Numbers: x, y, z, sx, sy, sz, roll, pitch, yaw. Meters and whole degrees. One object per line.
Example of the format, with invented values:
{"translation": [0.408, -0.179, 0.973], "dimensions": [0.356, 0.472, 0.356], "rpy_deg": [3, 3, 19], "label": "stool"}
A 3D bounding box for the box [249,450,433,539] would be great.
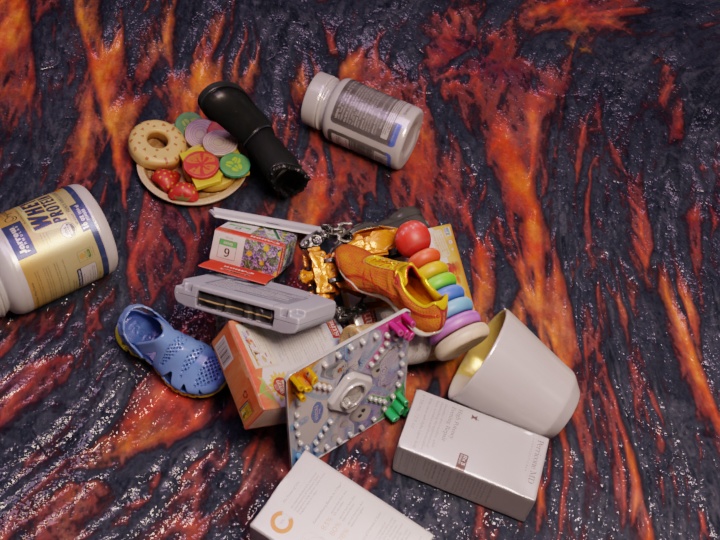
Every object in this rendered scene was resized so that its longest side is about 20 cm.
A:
{"translation": [-0.026, 0.345, 1.194], "dimensions": [0.198, 0.098, 0.125], "rpy_deg": [30, 54, 15], "label": "box"}

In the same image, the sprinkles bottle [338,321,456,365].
{"translation": [0.063, 0.104, 1.372], "dimensions": [0.197, 0.069, 0.069], "rpy_deg": [-4, 49, -39], "label": "sprinkles bottle"}

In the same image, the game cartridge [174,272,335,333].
{"translation": [-0.140, 0.043, 1.313], "dimensions": [0.196, 0.041, 0.133], "rpy_deg": [14, 15, 23], "label": "game cartridge"}

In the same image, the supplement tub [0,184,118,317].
{"translation": [-0.472, -0.026, 1.392], "dimensions": [0.198, 0.146, 0.145], "rpy_deg": [-28, 60, -27], "label": "supplement tub"}

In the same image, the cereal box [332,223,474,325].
{"translation": [0.066, 0.019, 1.467], "dimensions": [0.196, 0.040, 0.147], "rpy_deg": [-13, 80, -18], "label": "cereal box"}

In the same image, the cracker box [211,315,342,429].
{"translation": [-0.093, 0.135, 1.313], "dimensions": [0.197, 0.058, 0.136], "rpy_deg": [-1, 56, -44], "label": "cracker box"}

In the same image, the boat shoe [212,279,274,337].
{"translation": [-0.183, 0.072, 1.400], "dimensions": [0.084, 0.075, 0.205], "rpy_deg": [9, 50, -1], "label": "boat shoe"}

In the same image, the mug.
{"translation": [0.234, 0.147, 1.355], "dimensions": [0.152, 0.150, 0.188], "rpy_deg": [34, 58, -1], "label": "mug"}

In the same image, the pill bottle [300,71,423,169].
{"translation": [0.001, -0.266, 1.667], "dimensions": [0.197, 0.115, 0.115], "rpy_deg": [25, 52, 11], "label": "pill bottle"}

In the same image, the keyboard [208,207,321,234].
{"translation": [-0.141, -0.074, 1.512], "dimensions": [0.196, 0.011, 0.056], "rpy_deg": [9, 16, -20], "label": "keyboard"}

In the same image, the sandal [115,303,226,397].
{"translation": [-0.274, 0.110, 1.344], "dimensions": [0.197, 0.088, 0.080], "rpy_deg": [26, 66, 14], "label": "sandal"}

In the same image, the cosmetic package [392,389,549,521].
{"translation": [0.151, 0.253, 1.307], "dimensions": [0.196, 0.075, 0.103], "rpy_deg": [18, 52, 8], "label": "cosmetic package"}

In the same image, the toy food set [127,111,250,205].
{"translation": [-0.282, -0.192, 1.610], "dimensions": [0.195, 0.049, 0.201], "rpy_deg": [-19, 57, -22], "label": "toy food set"}

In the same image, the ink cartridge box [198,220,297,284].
{"translation": [-0.165, -0.032, 1.429], "dimensions": [0.107, 0.051, 0.200], "rpy_deg": [15, 11, 4], "label": "ink cartridge box"}

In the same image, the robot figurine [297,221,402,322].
{"translation": [0.000, 0.000, 1.403], "dimensions": [0.196, 0.058, 0.148], "rpy_deg": [-8, 77, -17], "label": "robot figurine"}

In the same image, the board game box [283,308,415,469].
{"translation": [-0.010, 0.168, 1.267], "dimensions": [0.198, 0.203, 0.026], "rpy_deg": [-27, 49, -26], "label": "board game box"}

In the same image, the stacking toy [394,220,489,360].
{"translation": [0.104, 0.021, 1.354], "dimensions": [0.084, 0.086, 0.203], "rpy_deg": [-20, 73, -22], "label": "stacking toy"}

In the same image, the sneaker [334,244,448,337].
{"translation": [0.046, 0.009, 1.311], "dimensions": [0.198, 0.078, 0.073], "rpy_deg": [32, 40, 27], "label": "sneaker"}

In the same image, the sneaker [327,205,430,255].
{"translation": [0.035, -0.038, 1.518], "dimensions": [0.198, 0.076, 0.080], "rpy_deg": [-26, 62, -25], "label": "sneaker"}

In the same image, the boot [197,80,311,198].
{"translation": [-0.169, -0.209, 1.557], "dimensions": [0.073, 0.198, 0.164], "rpy_deg": [-39, 62, 11], "label": "boot"}
